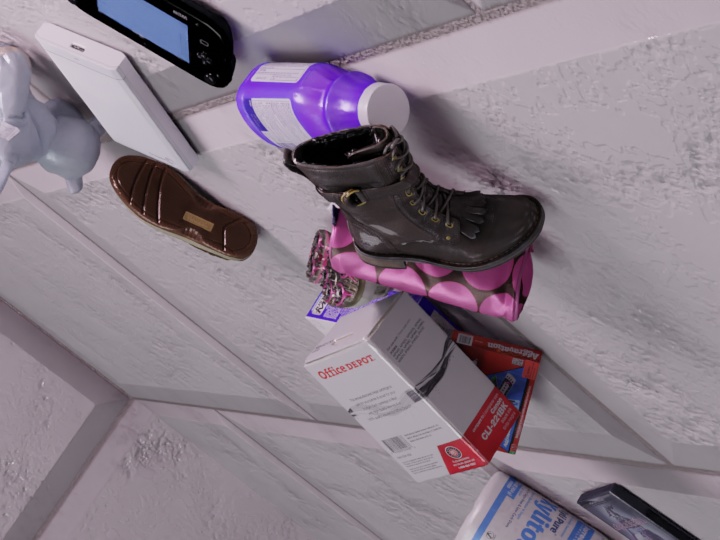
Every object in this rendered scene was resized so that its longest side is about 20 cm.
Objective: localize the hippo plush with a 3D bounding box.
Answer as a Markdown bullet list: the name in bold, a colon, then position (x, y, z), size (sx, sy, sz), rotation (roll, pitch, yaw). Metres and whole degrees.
- **hippo plush**: position (-0.384, -0.182, 2.089), size (0.160, 0.160, 0.200), rotation (8, -162, -37)

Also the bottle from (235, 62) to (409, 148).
- **bottle**: position (-0.033, -0.147, 1.568), size (0.084, 0.065, 0.199), rotation (46, 160, -29)

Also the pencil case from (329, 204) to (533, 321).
- **pencil case**: position (0.069, -0.020, 1.649), size (0.199, 0.094, 0.091), rotation (16, -179, 9)

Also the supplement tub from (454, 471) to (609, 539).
- **supplement tub**: position (0.242, 0.384, 2.424), size (0.199, 0.132, 0.132), rotation (30, 163, 9)

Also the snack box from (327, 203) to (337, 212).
- **snack box**: position (0.035, -0.056, 1.768), size (0.072, 0.024, 0.200), rotation (41, 163, -17)

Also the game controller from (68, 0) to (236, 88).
- **game controller**: position (-0.204, -0.247, 1.661), size (0.199, 0.042, 0.104), rotation (30, 163, 11)

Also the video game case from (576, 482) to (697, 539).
- **video game case**: position (0.383, 0.342, 2.237), size (0.199, 0.019, 0.143), rotation (34, 164, -1)

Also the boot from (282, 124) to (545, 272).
- **boot**: position (0.049, -0.068, 1.512), size (0.198, 0.070, 0.174), rotation (-7, 148, 16)

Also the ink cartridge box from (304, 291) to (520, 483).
- **ink cartridge box**: position (0.055, 0.131, 1.933), size (0.200, 0.084, 0.144), rotation (46, 147, -14)

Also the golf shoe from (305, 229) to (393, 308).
- **golf shoe**: position (0.000, 0.000, 1.881), size (0.091, 0.073, 0.200), rotation (13, -171, -12)

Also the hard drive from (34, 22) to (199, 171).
- **hard drive**: position (-0.274, -0.195, 1.972), size (0.131, 0.027, 0.200), rotation (24, 161, 32)

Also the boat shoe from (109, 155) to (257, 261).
- **boat shoe**: position (-0.221, -0.069, 2.146), size (0.202, 0.075, 0.075), rotation (34, 170, 0)

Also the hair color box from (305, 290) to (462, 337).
- **hair color box**: position (0.035, 0.073, 2.068), size (0.109, 0.065, 0.199), rotation (42, 163, -29)

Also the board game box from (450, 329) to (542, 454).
- **board game box**: position (0.142, 0.142, 1.984), size (0.102, 0.020, 0.201), rotation (14, 144, 6)
